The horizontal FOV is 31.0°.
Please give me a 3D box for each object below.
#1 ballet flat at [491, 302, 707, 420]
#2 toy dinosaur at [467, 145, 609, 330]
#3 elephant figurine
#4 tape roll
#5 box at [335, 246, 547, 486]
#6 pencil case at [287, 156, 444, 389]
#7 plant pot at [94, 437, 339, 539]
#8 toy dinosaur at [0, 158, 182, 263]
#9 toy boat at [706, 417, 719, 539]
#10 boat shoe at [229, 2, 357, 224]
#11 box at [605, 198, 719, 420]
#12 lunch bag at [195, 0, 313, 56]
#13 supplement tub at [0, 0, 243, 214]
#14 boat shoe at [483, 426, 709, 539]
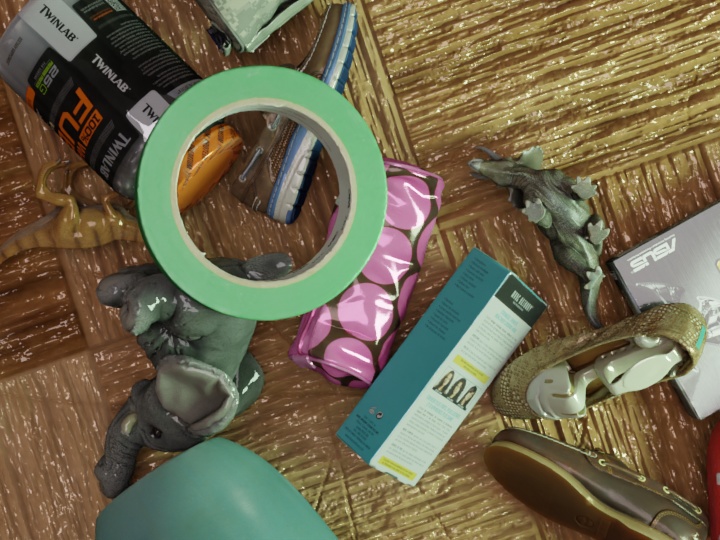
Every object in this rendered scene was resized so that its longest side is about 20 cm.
[{"bbox_3d":[0.196,0.086,1.091,0.200,0.065,0.071,-29,111,23],"label":"ballet flat"},{"bbox_3d":[0.180,-0.038,1.117,0.077,0.102,0.200,-39,97,8],"label":"toy dinosaur"},{"bbox_3d":[-0.147,0.093,1.117,0.141,0.155,0.201,-15,102,-41],"label":"elephant figurine"},{"bbox_3d":[-0.080,-0.061,1.037,0.200,0.048,0.201,0,91,-12],"label":"tape roll"},{"bbox_3d":[0.071,0.084,1.113,0.049,0.082,0.200,36,90,38],"label":"box"},{"bbox_3d":[0.000,0.000,1.119,0.091,0.094,0.201,14,87,40],"label":"pencil case"},{"bbox_3d":[-0.124,0.237,1.070,0.200,0.201,0.161,-34,80,1],"label":"plant pot"},{"bbox_3d":[-0.260,-0.042,1.143,0.199,0.060,0.107,-10,90,2],"label":"toy dinosaur"},{"bbox_3d":[0.364,0.198,1.081,0.130,0.131,0.201,-4,89,1],"label":"toy boat"},{"bbox_3d":[-0.060,-0.145,1.133,0.072,0.072,0.201,20,89,4],"label":"boat shoe"},{"bbox_3d":[0.338,0.013,1.128,0.200,0.048,0.159,-28,87,1],"label":"box"},{"bbox_3d":[-0.080,-0.302,1.104,0.200,0.139,0.168,-36,87,1],"label":"lunch bag"},{"bbox_3d":[-0.203,-0.146,1.107,0.200,0.123,0.123,44,90,7],"label":"supplement tub"},{"bbox_3d":[0.205,0.191,1.123,0.200,0.070,0.070,31,53,9],"label":"boat shoe"}]
